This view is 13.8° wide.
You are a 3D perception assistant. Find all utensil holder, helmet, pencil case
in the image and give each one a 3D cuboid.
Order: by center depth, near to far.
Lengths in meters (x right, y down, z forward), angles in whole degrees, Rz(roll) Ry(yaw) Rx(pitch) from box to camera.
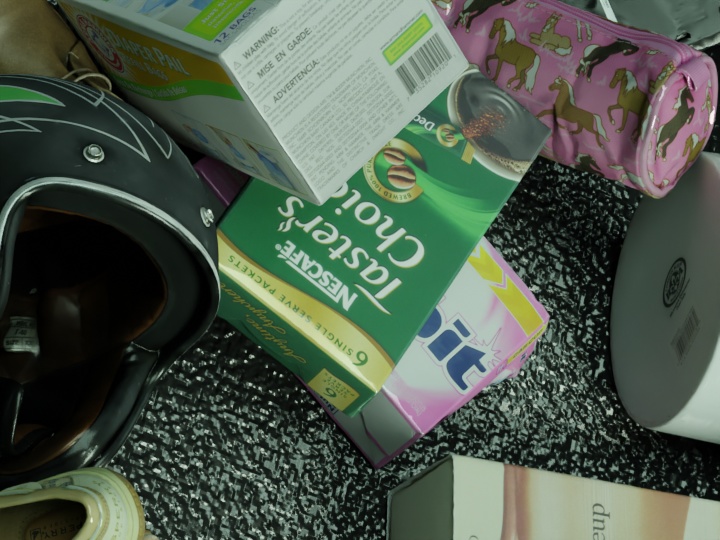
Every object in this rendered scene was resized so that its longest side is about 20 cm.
[{"bbox_3d":[-0.171,-0.003,1.462,0.200,0.200,0.191,36,71,-8],"label":"helmet"},{"bbox_3d":[0.103,-0.111,1.648,0.199,0.087,0.083,26,72,30],"label":"pencil case"},{"bbox_3d":[0.262,0.026,1.678,0.199,0.170,0.171,11,65,-18],"label":"utensil holder"}]

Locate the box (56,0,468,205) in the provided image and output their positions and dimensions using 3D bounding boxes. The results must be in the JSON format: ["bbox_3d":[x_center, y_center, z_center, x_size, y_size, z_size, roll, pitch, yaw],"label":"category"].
[{"bbox_3d":[-0.056,-0.125,1.534,0.112,0.200,0.102,-43,121,-14],"label":"box"}]

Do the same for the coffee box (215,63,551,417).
[{"bbox_3d":[0.005,-0.035,1.569,0.123,0.044,0.200,39,60,-5],"label":"coffee box"}]

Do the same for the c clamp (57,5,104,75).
[{"bbox_3d":[-0.207,-0.155,1.613,0.199,0.027,0.172,9,71,-24],"label":"c clamp"}]

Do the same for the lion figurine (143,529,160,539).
[{"bbox_3d":[-0.088,0.226,1.451,0.072,0.123,0.201,-19,70,9],"label":"lion figurine"}]

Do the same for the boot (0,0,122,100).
[{"bbox_3d":[-0.153,-0.095,1.564,0.074,0.075,0.201,-39,97,-30],"label":"boot"}]

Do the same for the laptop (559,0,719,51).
[{"bbox_3d":[0.174,-0.203,1.820,0.199,0.103,0.178,-23,79,-5],"label":"laptop"}]

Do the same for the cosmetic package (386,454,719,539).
[{"bbox_3d":[0.119,0.170,1.595,0.199,0.087,0.104,10,67,-22],"label":"cosmetic package"}]

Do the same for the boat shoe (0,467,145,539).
[{"bbox_3d":[-0.201,0.142,1.410,0.199,0.063,0.074,-26,78,12],"label":"boat shoe"}]

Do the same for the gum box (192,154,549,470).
[{"bbox_3d":[0.000,0.000,1.619,0.113,0.066,0.200,-40,89,-31],"label":"gum box"}]
